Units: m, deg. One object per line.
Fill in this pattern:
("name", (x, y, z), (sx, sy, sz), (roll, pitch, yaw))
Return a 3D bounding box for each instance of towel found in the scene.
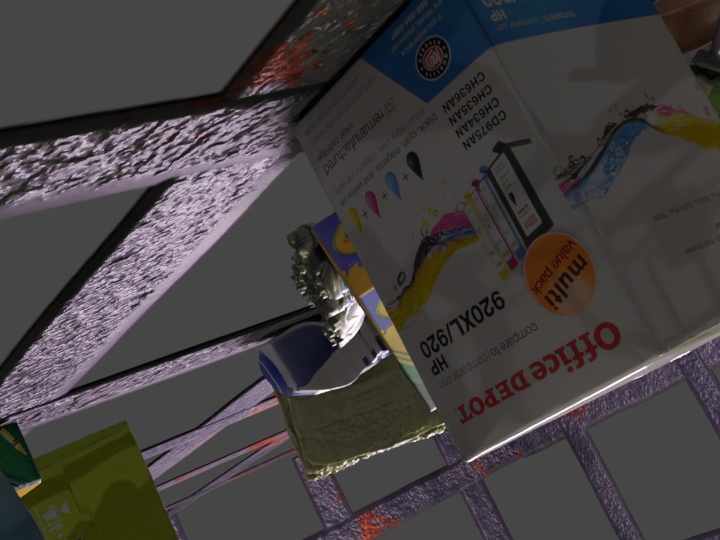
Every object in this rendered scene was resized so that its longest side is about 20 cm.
("towel", (-0.001, 0.148, 1.364), (0.199, 0.149, 0.036), (-23, 170, 12))

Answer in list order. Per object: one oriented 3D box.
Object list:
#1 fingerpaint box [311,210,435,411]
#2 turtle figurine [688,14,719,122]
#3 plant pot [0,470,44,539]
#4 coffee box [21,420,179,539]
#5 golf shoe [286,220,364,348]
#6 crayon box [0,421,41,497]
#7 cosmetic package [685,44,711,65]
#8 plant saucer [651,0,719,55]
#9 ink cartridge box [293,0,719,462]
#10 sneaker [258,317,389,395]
("fingerpaint box", (0.090, -0.018, 0.779), (0.199, 0.073, 0.167), (-34, 142, -2))
("turtle figurine", (0.216, -0.093, 0.663), (0.193, 0.200, 0.144), (-29, -166, 37))
("plant pot", (-0.279, 0.180, 0.693), (0.141, 0.201, 0.141), (-29, 170, 5))
("coffee box", (-0.317, 0.309, 1.233), (0.199, 0.201, 0.198), (-20, 167, -30))
("golf shoe", (0.000, 0.000, 0.895), (0.097, 0.079, 0.200), (-31, 172, -10))
("crayon box", (-0.371, 0.202, 0.964), (0.200, 0.059, 0.118), (-35, 167, 36))
("cosmetic package", (0.266, -0.121, 0.869), (0.199, 0.113, 0.081), (-16, 165, -40))
("plant saucer", (0.226, -0.184, 0.669), (0.199, 0.035, 0.200), (-27, 171, -5))
("ink cartridge box", (0.094, -0.034, 0.592), (0.144, 0.201, 0.147), (-18, 166, -42))
("sneaker", (-0.033, 0.098, 1.263), (0.199, 0.081, 0.115), (-20, 166, -42))
